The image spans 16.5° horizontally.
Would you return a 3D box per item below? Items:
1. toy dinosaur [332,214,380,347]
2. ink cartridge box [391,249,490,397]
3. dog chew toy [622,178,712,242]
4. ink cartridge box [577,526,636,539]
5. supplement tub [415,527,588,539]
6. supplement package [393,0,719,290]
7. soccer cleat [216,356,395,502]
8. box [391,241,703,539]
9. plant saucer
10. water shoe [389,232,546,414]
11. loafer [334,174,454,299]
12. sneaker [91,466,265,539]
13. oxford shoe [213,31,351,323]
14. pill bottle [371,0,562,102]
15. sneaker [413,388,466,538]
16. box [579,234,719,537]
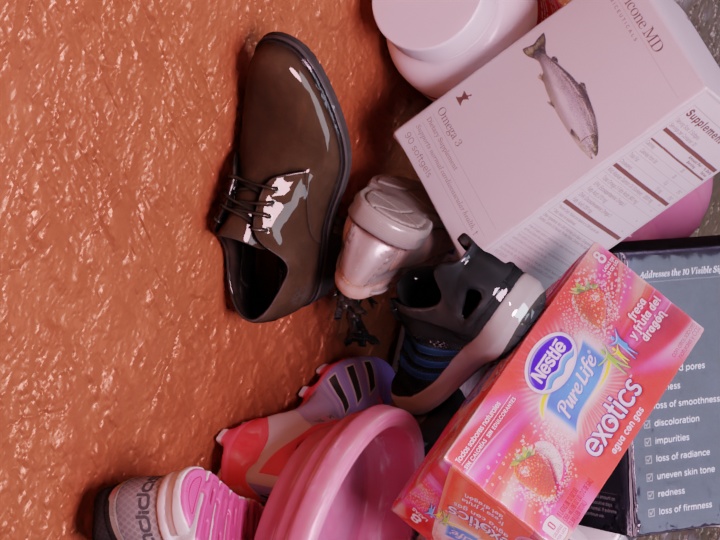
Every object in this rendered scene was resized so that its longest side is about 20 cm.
[{"bbox_3d":[0.000,0.000,1.741,0.200,0.047,0.089,37,55,-56],"label":"toy dinosaur"},{"bbox_3d":[0.101,0.004,1.919,0.200,0.040,0.201,4,101,-61],"label":"ink cartridge box"},{"bbox_3d":[0.179,-0.034,1.880,0.200,0.124,0.125,-51,144,-21],"label":"dog chew toy"},{"bbox_3d":[0.149,0.168,1.920,0.201,0.145,0.085,-54,164,-2],"label":"ink cartridge box"},{"bbox_3d":[0.069,0.258,1.634,0.200,0.143,0.145,-53,145,-43],"label":"supplement tub"},{"bbox_3d":[0.146,-0.090,1.665,0.199,0.117,0.117,-36,151,15],"label":"supplement package"},{"bbox_3d":[-0.022,0.114,1.727,0.200,0.076,0.067,-24,125,-53],"label":"soccer cleat"},{"bbox_3d":[0.120,0.095,1.594,0.200,0.094,0.103,-52,-179,-31],"label":"box"},{"bbox_3d":[-0.020,0.181,1.625,0.201,0.050,0.202,-49,147,-47],"label":"plant saucer"},{"bbox_3d":[0.055,0.030,1.633,0.072,0.079,0.200,-50,-177,-30],"label":"water shoe"},{"bbox_3d":[0.021,-0.022,1.679,0.063,0.072,0.200,-61,170,11],"label":"loafer"},{"bbox_3d":[-0.114,0.177,1.599,0.200,0.087,0.074,54,37,-62],"label":"sneaker"},{"bbox_3d":[-0.054,-0.054,1.596,0.084,0.072,0.201,-34,132,-46],"label":"oxford shoe"},{"bbox_3d":[0.087,-0.161,1.743,0.200,0.112,0.113,32,77,-60],"label":"pill bottle"},{"bbox_3d":[0.063,0.154,1.766,0.075,0.115,0.200,-50,180,-28],"label":"sneaker"},{"bbox_3d":[0.237,0.077,1.786,0.199,0.124,0.198,-4,95,-29],"label":"box"}]
